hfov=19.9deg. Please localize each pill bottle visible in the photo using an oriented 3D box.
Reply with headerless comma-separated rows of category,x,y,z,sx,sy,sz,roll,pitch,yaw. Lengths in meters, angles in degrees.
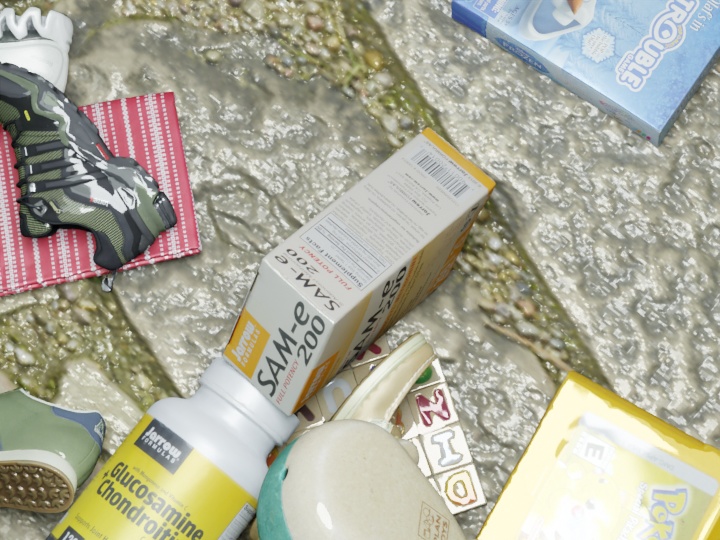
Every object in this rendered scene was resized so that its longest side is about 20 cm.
pill bottle,-0.137,0.167,1.521,0.112,0.112,0.200,36,81,12

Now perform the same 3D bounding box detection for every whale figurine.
whale figurine,0.010,0.194,1.460,0.104,0.200,0.160,-29,39,38

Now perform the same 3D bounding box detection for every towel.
towel,-0.234,-0.059,1.633,0.199,0.022,0.145,-12,73,0

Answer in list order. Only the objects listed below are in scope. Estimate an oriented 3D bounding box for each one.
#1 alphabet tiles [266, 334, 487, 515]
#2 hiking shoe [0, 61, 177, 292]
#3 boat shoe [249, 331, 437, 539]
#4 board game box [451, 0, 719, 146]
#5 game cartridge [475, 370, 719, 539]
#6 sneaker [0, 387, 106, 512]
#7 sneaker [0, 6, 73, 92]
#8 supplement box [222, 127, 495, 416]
alphabet tiles,-0.002,0.143,1.571,0.166,0.006,0.201,-18,75,-1
hiking shoe,-0.240,-0.077,1.581,0.200,0.076,0.101,41,83,4
boat shoe,0.000,0.138,1.536,0.066,0.074,0.200,38,92,7
board game box,0.209,-0.235,1.633,0.199,0.043,0.200,33,80,10
game cartridge,0.202,0.197,1.528,0.200,0.032,0.177,28,79,12
sneaker,-0.284,0.129,1.572,0.199,0.067,0.090,7,38,25
sneaker,-0.330,-0.164,1.646,0.199,0.075,0.081,-3,84,4
supplement box,0.000,0.000,1.505,0.073,0.126,0.200,41,52,12
